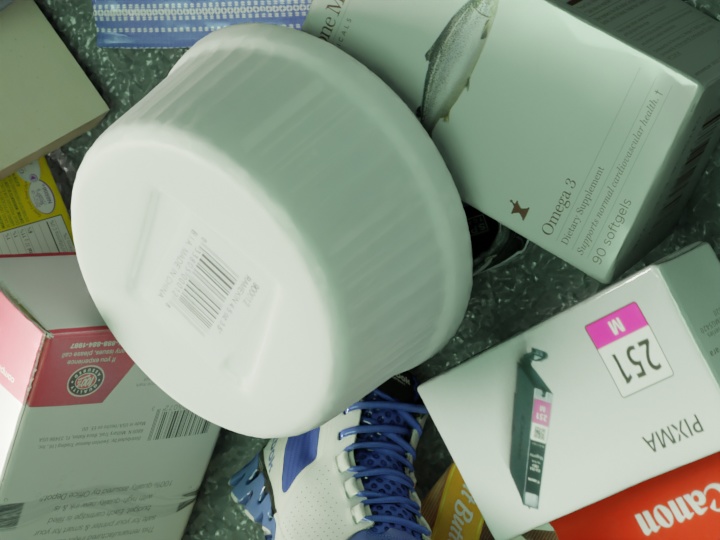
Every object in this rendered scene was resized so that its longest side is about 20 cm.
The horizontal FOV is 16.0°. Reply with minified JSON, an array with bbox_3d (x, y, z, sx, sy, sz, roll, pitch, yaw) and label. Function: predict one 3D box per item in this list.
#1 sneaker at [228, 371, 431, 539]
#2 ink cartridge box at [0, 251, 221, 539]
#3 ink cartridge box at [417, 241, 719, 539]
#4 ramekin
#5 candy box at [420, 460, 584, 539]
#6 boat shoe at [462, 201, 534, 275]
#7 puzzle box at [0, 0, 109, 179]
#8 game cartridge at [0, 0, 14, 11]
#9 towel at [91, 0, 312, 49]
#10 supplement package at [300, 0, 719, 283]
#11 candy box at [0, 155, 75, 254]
[{"bbox_3d":[-0.002,0.107,1.357,0.080,0.199,0.116,21,101,-27],"label":"sneaker"},{"bbox_3d":[-0.160,0.094,1.405,0.083,0.146,0.201,41,121,38],"label":"ink cartridge box"},{"bbox_3d":[0.134,0.099,1.253,0.200,0.043,0.174,-31,85,50],"label":"ink cartridge box"},{"bbox_3d":[-0.051,-0.013,1.278,0.200,0.098,0.201,25,134,29],"label":"ramekin"},{"bbox_3d":[0.066,0.180,1.394,0.115,0.055,0.200,41,113,10],"label":"candy box"},{"bbox_3d":[0.001,0.003,1.376,0.198,0.068,0.074,-16,95,25],"label":"boat shoe"},{"bbox_3d":[-0.247,-0.138,1.418,0.200,0.133,0.025,55,145,4],"label":"puzzle box"},{"bbox_3d":[-0.221,-0.245,1.395,0.133,0.042,0.201,-33,83,9],"label":"game cartridge"},{"bbox_3d":[-0.090,-0.223,1.394,0.144,0.024,0.201,0,103,21],"label":"towel"},{"bbox_3d":[0.081,-0.102,1.291,0.199,0.117,0.117,30,115,14],"label":"supplement package"},{"bbox_3d":[-0.223,-0.050,1.427,0.026,0.102,0.201,-36,75,58],"label":"candy box"}]
